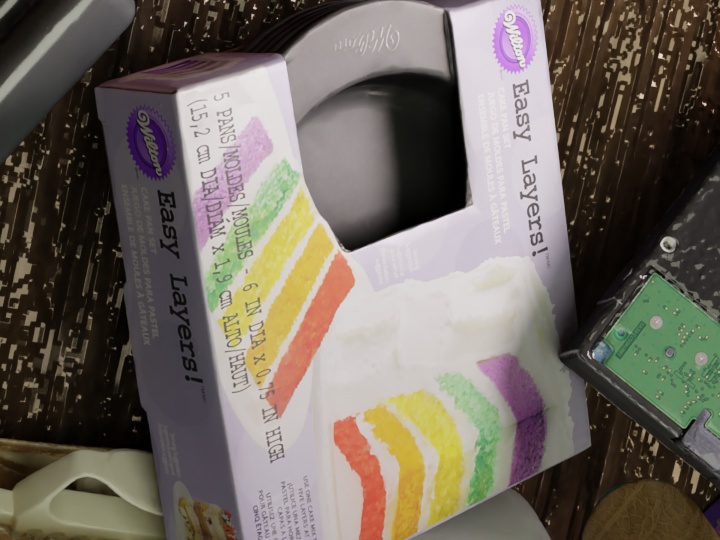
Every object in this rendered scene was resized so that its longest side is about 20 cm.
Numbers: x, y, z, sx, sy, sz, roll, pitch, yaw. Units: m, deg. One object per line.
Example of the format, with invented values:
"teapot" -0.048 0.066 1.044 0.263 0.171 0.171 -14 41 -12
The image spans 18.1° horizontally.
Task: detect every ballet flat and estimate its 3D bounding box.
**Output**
"ballet flat" -0.127 0.081 0.819 0.199 0.071 0.065 7 141 -29
"ballet flat" 0.128 0.182 0.900 0.068 0.072 0.201 -8 114 -1

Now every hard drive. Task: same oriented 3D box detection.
"hard drive" 0.190 -0.002 0.875 0.140 0.038 0.200 38 80 -3

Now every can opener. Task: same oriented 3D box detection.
"can opener" -0.154 -0.029 0.804 0.200 0.053 0.067 -48 146 -5

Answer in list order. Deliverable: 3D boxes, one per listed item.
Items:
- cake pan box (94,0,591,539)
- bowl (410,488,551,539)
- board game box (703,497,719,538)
"cake pan box" 0.000 0.000 0.827 0.184 0.052 0.201 -20 110 -42
"bowl" 0.011 0.202 0.903 0.199 0.075 0.200 -18 108 -15
"board game box" 0.229 0.124 0.982 0.200 0.045 0.135 -42 113 -7
